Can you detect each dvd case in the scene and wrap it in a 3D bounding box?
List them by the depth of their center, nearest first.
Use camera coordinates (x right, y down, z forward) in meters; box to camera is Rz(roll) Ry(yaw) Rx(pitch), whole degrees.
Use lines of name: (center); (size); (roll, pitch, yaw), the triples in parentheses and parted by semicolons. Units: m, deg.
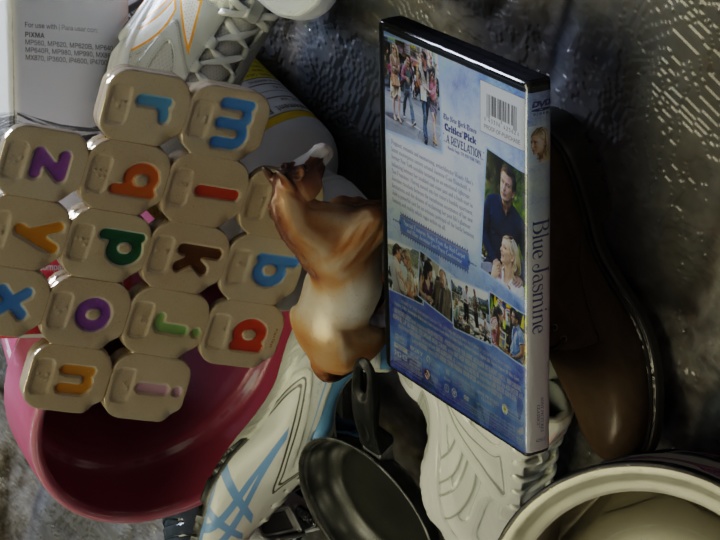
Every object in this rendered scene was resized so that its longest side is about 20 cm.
dvd case: (0.053, -0.020, 1.226); (0.143, 0.017, 0.201); (31, 129, 54)

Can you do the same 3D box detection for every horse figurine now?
horse figurine: (0.000, 0.000, 1.338); (0.050, 0.132, 0.201); (36, 140, 28)

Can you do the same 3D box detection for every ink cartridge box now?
ink cartridge box: (-0.204, -0.061, 1.372); (0.144, 0.083, 0.202); (-2, 89, 51)

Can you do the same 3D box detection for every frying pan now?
frying pan: (-0.002, 0.114, 1.409); (0.115, 0.031, 0.191); (16, 131, 46)

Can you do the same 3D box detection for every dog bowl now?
dog bowl: (0.167, 0.185, 1.254); (0.199, 0.074, 0.202); (7, 108, 23)

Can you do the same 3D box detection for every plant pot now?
plant pot: (-0.153, 0.033, 1.531); (0.179, 0.199, 0.201); (49, 148, 43)

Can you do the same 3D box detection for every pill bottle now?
pill bottle: (-0.087, -0.072, 1.416); (0.200, 0.112, 0.113); (45, 144, 22)

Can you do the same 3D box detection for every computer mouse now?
computer mouse: (-0.051, 0.165, 1.573); (0.200, 0.109, 0.044); (27, 129, 51)

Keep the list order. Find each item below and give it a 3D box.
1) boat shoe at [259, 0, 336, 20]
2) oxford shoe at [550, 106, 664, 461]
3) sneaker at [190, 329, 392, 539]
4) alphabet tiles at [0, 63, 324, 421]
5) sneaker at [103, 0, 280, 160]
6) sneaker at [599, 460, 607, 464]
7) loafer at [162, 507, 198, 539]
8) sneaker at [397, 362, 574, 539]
boat shoe: (-0.044, -0.230, 1.278); (0.074, 0.086, 0.203); (-28, 79, 29)
oxford shoe: (0.102, 0.021, 1.266); (0.072, 0.084, 0.201); (-5, 112, 52)
sneaker: (-0.047, 0.115, 1.479); (0.072, 0.072, 0.201); (30, 109, -2)
alphabet tiles: (-0.120, -0.012, 1.296); (0.015, 0.194, 0.201); (43, 120, 55)
sneaker: (-0.080, -0.140, 1.319); (0.092, 0.075, 0.201); (-7, 67, 46)
sneaker: (0.158, 0.205, 1.336); (0.066, 0.078, 0.201); (9, 120, 52)
loafer: (-0.110, 0.185, 1.677); (0.068, 0.070, 0.201); (-26, 93, 56)
sneaker: (0.083, 0.097, 1.346); (0.099, 0.078, 0.201); (10, 128, 48)
